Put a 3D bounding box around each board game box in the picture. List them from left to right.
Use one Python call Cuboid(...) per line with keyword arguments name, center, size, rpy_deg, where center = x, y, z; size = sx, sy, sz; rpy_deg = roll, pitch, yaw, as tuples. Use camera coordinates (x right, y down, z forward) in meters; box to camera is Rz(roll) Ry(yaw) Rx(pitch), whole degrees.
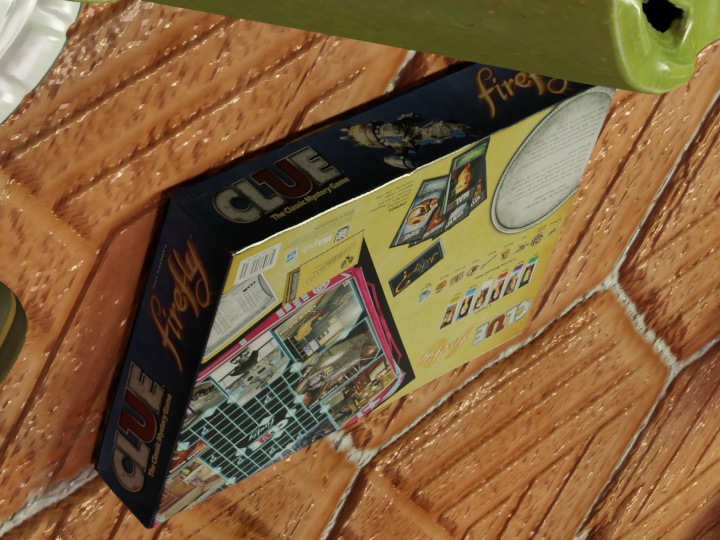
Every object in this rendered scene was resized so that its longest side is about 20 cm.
Cuboid(name="board game box", center=(0.000, 0.000, 1.076), size=(0.199, 0.035, 0.136), rpy_deg=(-25, 146, -40))

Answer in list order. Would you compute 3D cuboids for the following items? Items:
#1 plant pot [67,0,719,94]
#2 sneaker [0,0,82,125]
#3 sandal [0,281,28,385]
Cuboid(name="plant pot", center=(0.002, -0.125, 0.656), size=(0.200, 0.189, 0.201), rpy_deg=(-46, 148, -40))
Cuboid(name="sneaker", center=(-0.158, -0.026, 0.761), size=(0.201, 0.074, 0.080), rpy_deg=(-55, 144, 2))
Cuboid(name="sandal", center=(-0.148, 0.046, 0.821), size=(0.081, 0.055, 0.200), rpy_deg=(-21, -158, 27))
